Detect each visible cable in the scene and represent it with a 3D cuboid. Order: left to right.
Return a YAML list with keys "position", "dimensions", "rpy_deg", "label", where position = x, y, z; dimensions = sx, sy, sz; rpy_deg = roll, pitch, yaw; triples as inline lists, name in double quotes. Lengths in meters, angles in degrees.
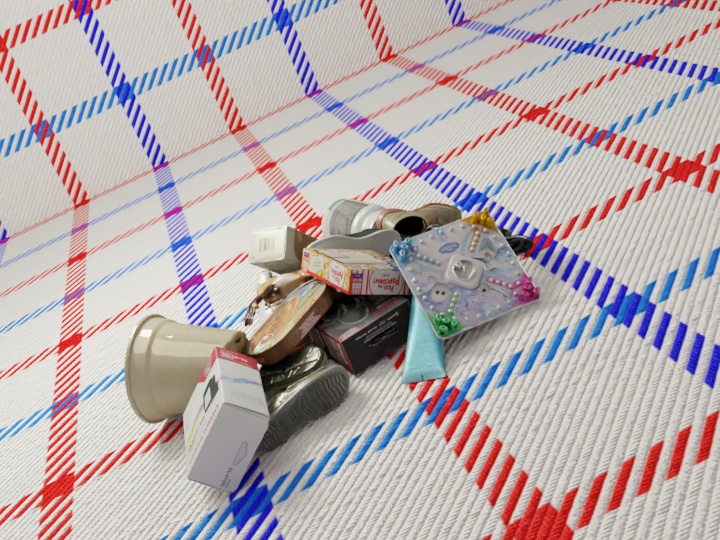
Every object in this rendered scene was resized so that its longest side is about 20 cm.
- position: [0.217, -0.053, 1.684]
  dimensions: [0.198, 0.051, 0.163]
  rpy_deg: [7, 12, -7]
  label: "cable"

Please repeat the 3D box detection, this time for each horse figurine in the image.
- position: [-0.147, 0.038, 1.779]
  dimensions: [0.199, 0.050, 0.133]
  rpy_deg: [-26, 19, 4]
  label: "horse figurine"

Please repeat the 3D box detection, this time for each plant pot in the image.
- position: [-0.296, 0.177, 1.643]
  dimensions: [0.182, 0.202, 0.201]
  rpy_deg: [-3, 29, 18]
  label: "plant pot"

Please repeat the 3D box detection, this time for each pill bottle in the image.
- position: [0.007, -0.093, 1.987]
  dimensions: [0.113, 0.114, 0.199]
  rpy_deg: [-33, 25, -21]
  label: "pill bottle"

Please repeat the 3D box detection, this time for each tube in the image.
- position: [0.110, 0.100, 1.533]
  dimensions: [0.077, 0.050, 0.201]
  rpy_deg: [-17, 46, 26]
  label: "tube"

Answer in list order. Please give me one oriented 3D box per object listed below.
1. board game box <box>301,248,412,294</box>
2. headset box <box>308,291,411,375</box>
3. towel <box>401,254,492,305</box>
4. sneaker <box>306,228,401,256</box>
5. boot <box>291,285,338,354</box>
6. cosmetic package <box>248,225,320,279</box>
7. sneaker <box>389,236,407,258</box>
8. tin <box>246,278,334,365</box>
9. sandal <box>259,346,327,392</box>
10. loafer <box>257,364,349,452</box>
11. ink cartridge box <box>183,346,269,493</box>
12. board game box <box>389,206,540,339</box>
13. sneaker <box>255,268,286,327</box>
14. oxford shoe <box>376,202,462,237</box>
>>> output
- position: [0.000, 0.000, 1.664]
  dimensions: [0.150, 0.047, 0.200]
  rpy_deg: [1, 12, -28]
  label: "board game box"
- position: [0.003, 0.100, 1.638]
  dimensions: [0.148, 0.078, 0.200]
  rpy_deg: [-31, 23, -17]
  label: "headset box"
- position: [0.144, 0.027, 1.656]
  dimensions: [0.199, 0.050, 0.148]
  rpy_deg: [16, 66, 53]
  label: "towel"
- position: [-0.024, -0.042, 1.827]
  dimensions: [0.198, 0.071, 0.099]
  rpy_deg: [-12, 3, -15]
  label: "sneaker"
- position: [-0.115, 0.099, 1.751]
  dimensions: [0.200, 0.076, 0.073]
  rpy_deg: [-39, 30, -28]
  label: "boot"
- position: [-0.129, -0.029, 1.883]
  dimensions: [0.104, 0.199, 0.072]
  rpy_deg: [-6, 73, 34]
  label: "cosmetic package"
- position: [0.133, -0.031, 1.821]
  dimensions: [0.079, 0.076, 0.199]
  rpy_deg: [-17, 20, -33]
  label: "sneaker"
- position: [-0.124, 0.093, 1.640]
  dimensions: [0.200, 0.042, 0.112]
  rpy_deg: [-49, 21, -29]
  label: "tin"
- position: [-0.123, 0.185, 1.597]
  dimensions: [0.200, 0.057, 0.080]
  rpy_deg: [-14, 45, 47]
  label: "sandal"
- position: [-0.108, 0.216, 1.498]
  dimensions: [0.199, 0.076, 0.070]
  rpy_deg: [-32, 29, -18]
  label: "loafer"
- position: [-0.220, 0.236, 1.464]
  dimensions: [0.147, 0.082, 0.200]
  rpy_deg: [-63, 20, 13]
  label: "ink cartridge box"
- position: [0.179, -0.002, 1.555]
  dimensions: [0.198, 0.026, 0.201]
  rpy_deg: [-20, 61, -14]
  label: "board game box"
- position: [-0.189, 0.064, 1.861]
  dimensions: [0.074, 0.100, 0.200]
  rpy_deg: [-22, 25, -1]
  label: "sneaker"
- position: [0.135, -0.096, 1.892]
  dimensions: [0.198, 0.071, 0.075]
  rpy_deg: [-10, 22, -24]
  label: "oxford shoe"
